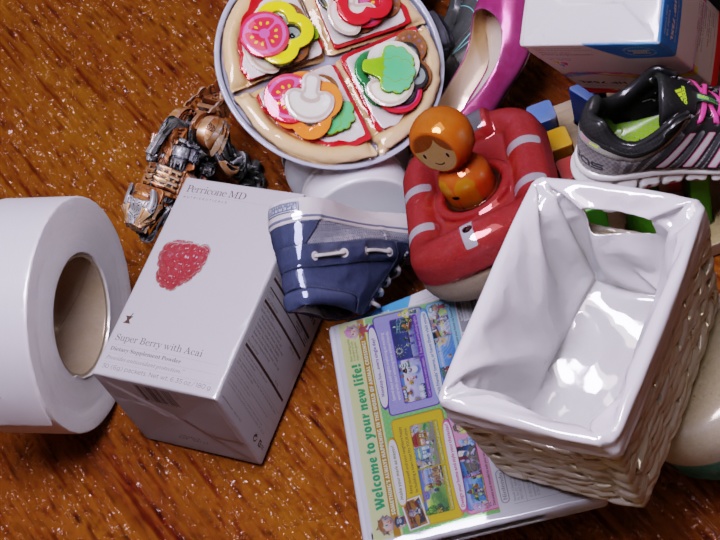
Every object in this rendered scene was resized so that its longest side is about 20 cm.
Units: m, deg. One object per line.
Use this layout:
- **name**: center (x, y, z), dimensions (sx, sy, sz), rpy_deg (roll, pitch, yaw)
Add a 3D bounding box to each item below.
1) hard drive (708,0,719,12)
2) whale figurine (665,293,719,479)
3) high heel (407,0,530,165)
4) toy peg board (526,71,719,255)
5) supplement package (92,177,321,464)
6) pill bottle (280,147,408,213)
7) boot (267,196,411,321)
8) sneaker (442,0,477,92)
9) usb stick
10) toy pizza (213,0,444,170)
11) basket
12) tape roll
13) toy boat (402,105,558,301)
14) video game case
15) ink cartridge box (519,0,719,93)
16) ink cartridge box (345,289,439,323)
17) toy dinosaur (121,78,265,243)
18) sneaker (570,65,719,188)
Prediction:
- **hard drive**: center (0.238, -0.233, 1.268), dimensions (0.139, 0.200, 0.033), rpy_deg (9, 84, -24)
- **whale figurine**: center (0.252, 0.086, 1.149), dimensions (0.159, 0.104, 0.200), rpy_deg (-50, 34, -7)
- **high heel**: center (0.092, -0.179, 1.302), dimensions (0.096, 0.201, 0.067), rpy_deg (2, 11, -27)
- **toy peg board**: center (0.239, -0.106, 1.265), dimensions (0.199, 0.098, 0.200), rpy_deg (-21, 54, 2)
- **supplement package**: center (-0.116, 0.040, 1.260), dimensions (0.121, 0.120, 0.200), rpy_deg (9, 60, 24)
- **pill bottle**: center (-0.020, -0.127, 1.346), dimensions (0.113, 0.113, 0.200), rpy_deg (-19, 55, 4)
- **boot**: center (0.000, 0.000, 1.234), dimensions (0.073, 0.200, 0.091), rpy_deg (-19, 73, 39)
- **sneaker**: center (0.115, -0.232, 1.411), dimensions (0.079, 0.075, 0.200), rpy_deg (20, 71, 12)
- **usb stick**: center (-0.016, -0.193, 1.305), dimensions (0.199, 0.033, 0.056), rpy_deg (-11, 55, -14)
- **toy pizza**: center (-0.024, -0.183, 1.262), dimensions (0.199, 0.032, 0.201), rpy_deg (3, 74, -10)
- **basket**: center (0.163, 0.053, 1.053), dimensions (0.135, 0.123, 0.200), rpy_deg (11, 61, 30)
- **tape roll**: center (-0.265, 0.038, 1.257), dimensions (0.071, 0.203, 0.203), rpy_deg (0, 58, 15)
- **toy boat**: center (0.082, -0.074, 1.176), dimensions (0.130, 0.131, 0.200), rpy_deg (-26, 36, 17)
- **video game case**: center (0.077, 0.108, 1.136), dimensions (0.181, 0.022, 0.201), rpy_deg (-14, 56, 5)
- **ink cartridge box**: center (0.222, -0.189, 1.209), dimensions (0.116, 0.200, 0.068), rpy_deg (4, 85, 30)
- **ink cartridge box**: center (0.074, 0.113, 1.188), dimensions (0.115, 0.067, 0.200), rpy_deg (-21, 54, 1)
- **toy dinosaur**: center (-0.142, -0.105, 1.353), dimensions (0.200, 0.136, 0.102), rpy_deg (-43, 55, -13)
- **sneaker**: center (0.258, -0.118, 1.152), dimensions (0.199, 0.088, 0.074), rpy_deg (-11, 55, 9)
